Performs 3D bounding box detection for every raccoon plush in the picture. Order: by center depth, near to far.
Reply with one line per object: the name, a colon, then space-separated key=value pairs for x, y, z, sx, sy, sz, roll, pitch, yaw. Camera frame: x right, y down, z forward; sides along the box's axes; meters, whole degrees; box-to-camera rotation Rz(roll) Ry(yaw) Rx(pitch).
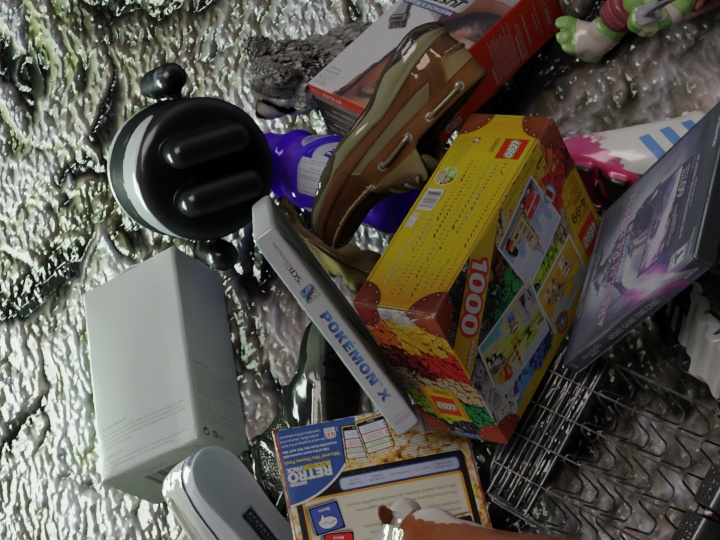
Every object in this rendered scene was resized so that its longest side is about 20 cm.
raccoon plush: x=-0.022 y=-0.211 z=1.517 sx=0.097 sy=0.134 sz=0.200 roll=26 pitch=84 yaw=42

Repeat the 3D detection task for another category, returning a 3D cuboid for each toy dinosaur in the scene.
toy dinosaur: x=0.000 y=0.000 z=1.423 sx=0.200 sy=0.101 sz=0.058 roll=26 pitch=85 yaw=41

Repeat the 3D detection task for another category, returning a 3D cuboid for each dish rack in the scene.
dish rack: x=0.193 y=0.146 z=1.248 sx=0.200 sy=0.055 sz=0.153 roll=26 pitch=83 yaw=42

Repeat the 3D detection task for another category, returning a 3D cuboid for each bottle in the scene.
bottle: x=-0.023 y=-0.083 z=1.492 sx=0.200 sy=0.084 sz=0.065 roll=17 pitch=114 yaw=40

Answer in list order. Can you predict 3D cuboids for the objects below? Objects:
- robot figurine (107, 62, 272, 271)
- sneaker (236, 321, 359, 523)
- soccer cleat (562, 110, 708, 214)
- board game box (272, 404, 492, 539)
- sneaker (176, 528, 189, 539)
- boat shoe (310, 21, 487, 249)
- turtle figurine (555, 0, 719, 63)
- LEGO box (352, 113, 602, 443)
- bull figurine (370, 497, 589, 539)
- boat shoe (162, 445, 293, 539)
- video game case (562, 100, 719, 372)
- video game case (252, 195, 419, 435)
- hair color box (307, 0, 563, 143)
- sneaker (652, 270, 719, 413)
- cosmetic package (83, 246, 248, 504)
robot figurine: x=-0.147 y=-0.089 z=1.471 sx=0.150 sy=0.125 sz=0.200 roll=-70 pitch=20 yaw=-4
sneaker: x=-0.061 y=0.135 z=1.419 sx=0.114 sy=0.076 sz=0.200 roll=-7 pitch=70 yaw=26
soccer cleat: x=0.237 y=-0.087 z=1.327 sx=0.200 sy=0.070 sz=0.086 roll=9 pitch=58 yaw=37
board game box: x=0.024 y=0.204 z=1.295 sx=0.151 sy=0.046 sz=0.200 roll=-10 pitch=59 yaw=-4
sneaker: x=-0.172 y=0.293 z=1.430 sx=0.089 sy=0.074 sz=0.200 roll=32 pitch=79 yaw=41
boat shoe: x=0.030 y=-0.095 z=1.324 sx=0.074 sy=0.076 sz=0.200 roll=36 pitch=118 yaw=11
turtle figurine: x=0.215 y=-0.254 z=1.345 sx=0.194 sy=0.200 sz=0.144 roll=-29 pitch=85 yaw=49
LEGO box: x=0.097 y=0.004 z=1.282 sx=0.077 sy=0.149 sz=0.200 roll=7 pitch=53 yaw=38
bull figurine: x=0.088 y=0.227 z=1.199 sx=0.200 sy=0.065 sz=0.121 roll=3 pitch=78 yaw=26
boat shoe: x=-0.093 y=0.239 z=1.357 sx=0.086 sy=0.202 sz=0.075 roll=-32 pitch=7 yaw=45
video game case: x=0.209 y=-0.024 z=1.214 sx=0.200 sy=0.019 sz=0.143 roll=-49 pitch=19 yaw=59
video game case: x=-0.023 y=0.029 z=1.320 sx=0.022 sy=0.182 sz=0.200 roll=-36 pitch=10 yaw=2
hair color box: x=0.066 y=-0.185 z=1.447 sx=0.111 sy=0.064 sz=0.200 roll=28 pitch=65 yaw=40
sneaker: x=0.278 y=0.053 z=1.225 sx=0.200 sy=0.090 sz=0.066 roll=-117 pitch=32 yaw=-56
cosmetic package: x=-0.176 y=0.093 z=1.521 sx=0.113 sy=0.081 sz=0.200 roll=-25 pitch=55 yaw=24
